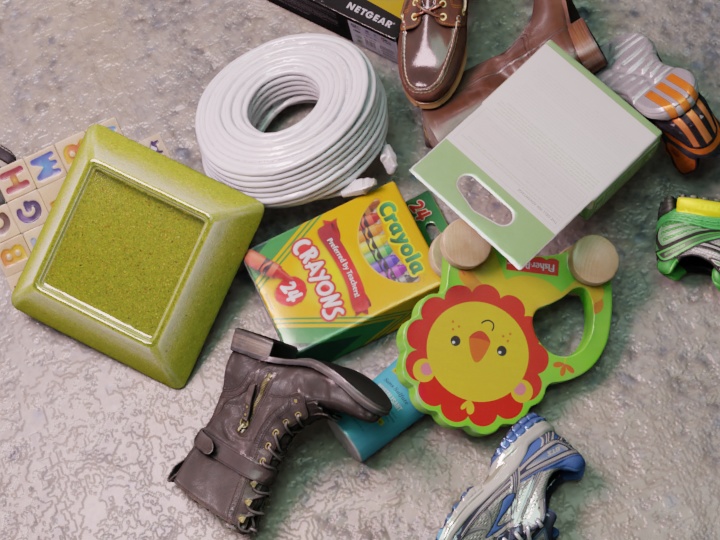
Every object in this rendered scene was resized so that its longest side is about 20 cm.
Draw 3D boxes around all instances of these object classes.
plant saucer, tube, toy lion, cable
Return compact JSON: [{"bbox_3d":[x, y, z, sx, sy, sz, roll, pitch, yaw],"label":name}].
[{"bbox_3d":[-0.223,-0.016,1.668,0.199,0.048,0.201,25,92,11],"label":"plant saucer"},{"bbox_3d":[0.060,0.098,1.622,0.200,0.050,0.078,-39,75,-14],"label":"tube"},{"bbox_3d":[0.133,0.058,1.598,0.199,0.069,0.193,6,78,-11],"label":"toy lion"},{"bbox_3d":[-0.070,-0.149,1.726,0.199,0.069,0.201,-16,49,9],"label":"cable"}]

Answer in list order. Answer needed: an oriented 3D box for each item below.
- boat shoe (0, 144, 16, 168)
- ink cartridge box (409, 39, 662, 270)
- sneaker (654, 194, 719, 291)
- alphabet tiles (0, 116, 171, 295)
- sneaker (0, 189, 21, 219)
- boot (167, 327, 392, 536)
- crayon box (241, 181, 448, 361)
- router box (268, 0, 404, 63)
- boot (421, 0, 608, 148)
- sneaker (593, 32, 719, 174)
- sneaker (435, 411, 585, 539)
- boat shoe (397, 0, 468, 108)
[{"bbox_3d":[-0.429,-0.159,1.811,0.199,0.073,0.063,27,74,25],"label":"boat shoe"},{"bbox_3d":[0.162,-0.102,1.610,0.145,0.048,0.200,42,73,15],"label":"ink cartridge box"},{"bbox_3d":[0.371,-0.012,1.611,0.199,0.078,0.086,7,72,22],"label":"sneaker"},{"bbox_3d":[-0.268,-0.049,1.716,0.199,0.006,0.167,-25,97,-3],"label":"alphabet tiles"},{"bbox_3d":[-0.334,-0.071,1.763,0.199,0.076,0.080,-15,49,-5],"label":"sneaker"},{"bbox_3d":[-0.075,0.159,1.577,0.199,0.069,0.175,20,90,36],"label":"boot"},{"bbox_3d":[0.000,0.000,1.673,0.199,0.051,0.127,-26,63,-4],"label":"crayon box"},{"bbox_3d":[0.001,-0.327,1.830,0.199,0.052,0.158,28,72,20],"label":"router box"},{"bbox_3d":[0.132,-0.214,1.752,0.199,0.064,0.187,-31,39,11],"label":"boot"},{"bbox_3d":[0.290,-0.155,1.688,0.077,0.112,0.200,-37,30,5],"label":"sneaker"},{"bbox_3d":[0.129,0.222,1.532,0.085,0.077,0.200,32,74,17],"label":"sneaker"},{"bbox_3d":[0.073,-0.262,1.721,0.070,0.070,0.201,2,67,16],"label":"boat shoe"}]
